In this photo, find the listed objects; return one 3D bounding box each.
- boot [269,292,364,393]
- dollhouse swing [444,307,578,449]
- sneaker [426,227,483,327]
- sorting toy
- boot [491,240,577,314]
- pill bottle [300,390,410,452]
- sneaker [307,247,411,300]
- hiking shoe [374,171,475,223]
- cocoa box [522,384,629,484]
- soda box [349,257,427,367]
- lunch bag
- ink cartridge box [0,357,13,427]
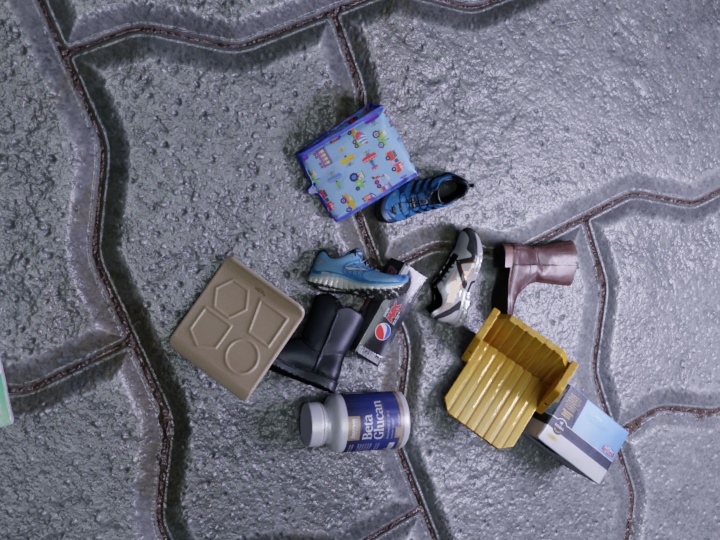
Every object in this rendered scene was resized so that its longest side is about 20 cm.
[{"bbox_3d":[-0.106,0.120,1.604,0.197,0.077,0.171,21,73,-3],"label":"boot"},{"bbox_3d":[0.285,0.224,1.678,0.199,0.183,0.176,35,62,10],"label":"dollhouse swing"},{"bbox_3d":[0.189,0.011,1.703,0.079,0.074,0.204,12,91,-19],"label":"sneaker"},{"bbox_3d":[-0.224,0.105,1.543,0.184,0.036,0.202,34,86,10],"label":"sorting toy"},{"bbox_3d":[0.376,0.031,1.788,0.197,0.064,0.190,-1,99,-26],"label":"boot"},{"bbox_3d":[-0.012,0.293,1.636,0.196,0.111,0.113,0,96,-21],"label":"pill bottle"},{"bbox_3d":[0.000,0.000,1.595,0.196,0.078,0.092,9,76,11],"label":"sneaker"},{"bbox_3d":[0.120,-0.147,1.650,0.197,0.087,0.076,-24,104,-17],"label":"hiking shoe"},{"bbox_3d":[0.442,0.333,1.803,0.199,0.133,0.132,37,82,-20],"label":"cocoa box"},{"bbox_3d":[0.046,0.080,1.655,0.063,0.071,0.202,33,85,-26],"label":"soda box"},{"bbox_3d":[-0.015,-0.198,1.601,0.198,0.094,0.152,-33,109,-5],"label":"lunch bag"},{"bbox_3d":[-0.693,0.197,1.400,0.197,0.050,0.164,-12,100,-21],"label":"ink cartridge box"}]
